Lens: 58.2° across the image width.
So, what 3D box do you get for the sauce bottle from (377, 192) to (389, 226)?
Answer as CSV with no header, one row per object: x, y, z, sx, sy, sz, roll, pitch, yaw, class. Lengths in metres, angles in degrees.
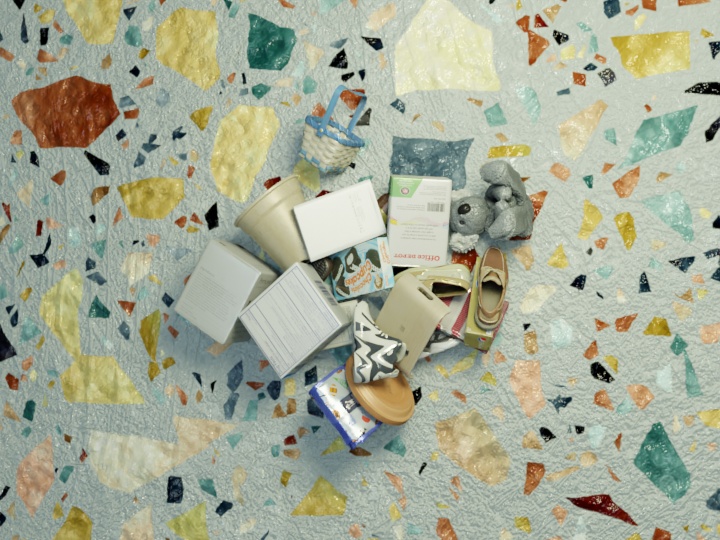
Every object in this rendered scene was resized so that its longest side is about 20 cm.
0.053,-0.142,1.594,0.200,0.066,0.066,-45,79,9,sauce bottle

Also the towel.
0.238,0.092,1.528,0.196,0.023,0.146,25,62,15,towel

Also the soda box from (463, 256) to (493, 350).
0.282,0.074,1.485,0.062,0.068,0.204,9,59,11,soda box

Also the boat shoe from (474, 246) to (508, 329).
0.294,0.028,1.428,0.073,0.073,0.205,5,58,7,boat shoe

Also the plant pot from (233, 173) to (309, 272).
-0.182,-0.099,1.596,0.199,0.200,0.185,-37,92,9,plant pot

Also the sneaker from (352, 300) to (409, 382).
0.046,0.160,1.472,0.125,0.081,0.203,2,46,-4,sneaker

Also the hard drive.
-0.049,-0.119,1.532,0.195,0.025,0.136,-21,96,-12,hard drive

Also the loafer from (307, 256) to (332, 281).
-0.130,0.039,1.625,0.200,0.071,0.074,-43,79,27,loafer

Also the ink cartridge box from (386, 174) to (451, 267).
0.135,-0.118,1.530,0.140,0.084,0.207,3,101,-2,ink cartridge box

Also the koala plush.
0.289,-0.132,1.510,0.196,0.182,0.183,-16,74,32,koala plush

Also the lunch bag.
-0.022,0.313,1.515,0.124,0.199,0.171,-44,78,21,lunch bag

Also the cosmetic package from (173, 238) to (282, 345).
-0.327,0.052,1.623,0.163,0.165,0.204,31,96,12,cosmetic package

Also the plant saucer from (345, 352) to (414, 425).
0.051,0.265,1.509,0.201,0.199,0.032,49,118,10,plant saucer

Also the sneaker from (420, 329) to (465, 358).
0.158,0.143,1.551,0.195,0.075,0.117,-20,86,14,sneaker

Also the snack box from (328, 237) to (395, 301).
0.000,0.000,1.558,0.198,0.036,0.120,-17,81,50,snack box

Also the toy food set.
0.112,0.129,1.491,0.143,0.060,0.203,42,119,30,toy food set

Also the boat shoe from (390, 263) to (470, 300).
0.160,0.035,1.508,0.194,0.075,0.068,-12,48,16,boat shoe

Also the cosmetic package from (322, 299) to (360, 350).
-0.083,0.144,1.602,0.194,0.087,0.107,-11,84,13,cosmetic package

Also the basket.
-0.059,-0.345,1.573,0.138,0.176,0.203,37,107,15,basket

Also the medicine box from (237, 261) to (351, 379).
-0.154,0.116,1.523,0.199,0.103,0.184,-40,80,9,medicine box
